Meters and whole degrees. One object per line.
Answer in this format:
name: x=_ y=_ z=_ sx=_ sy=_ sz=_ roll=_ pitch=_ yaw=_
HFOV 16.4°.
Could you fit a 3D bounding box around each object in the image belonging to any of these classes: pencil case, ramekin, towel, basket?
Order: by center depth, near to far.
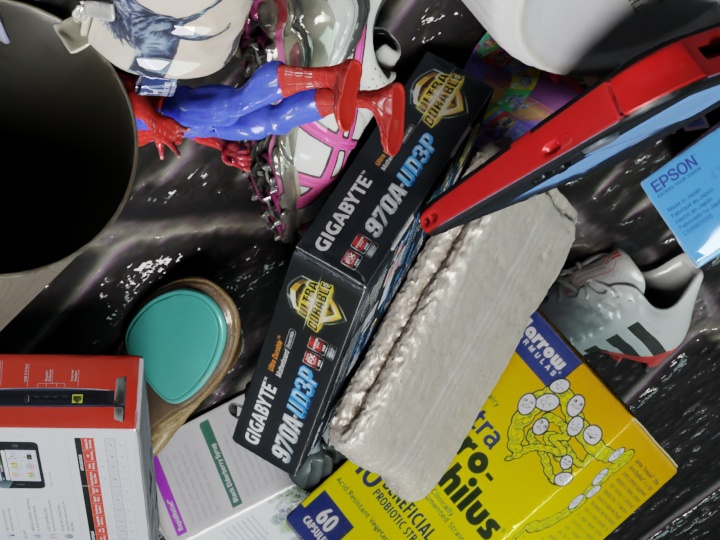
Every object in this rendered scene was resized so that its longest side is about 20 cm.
pencil case: x=-0.077 y=-0.168 z=1.107 sx=0.089 sy=0.078 sz=0.200 roll=-25 pitch=154 yaw=-31
basket: x=-0.218 y=-0.012 z=1.194 sx=0.200 sy=0.136 sz=0.180 roll=-44 pitch=-175 yaw=42
ramekin: x=0.128 y=-0.182 z=1.225 sx=0.201 sy=0.095 sz=0.203 roll=-20 pitch=150 yaw=-12
towel: x=0.053 y=0.029 z=1.413 sx=0.201 sy=0.034 sz=0.133 roll=-60 pitch=153 yaw=-6

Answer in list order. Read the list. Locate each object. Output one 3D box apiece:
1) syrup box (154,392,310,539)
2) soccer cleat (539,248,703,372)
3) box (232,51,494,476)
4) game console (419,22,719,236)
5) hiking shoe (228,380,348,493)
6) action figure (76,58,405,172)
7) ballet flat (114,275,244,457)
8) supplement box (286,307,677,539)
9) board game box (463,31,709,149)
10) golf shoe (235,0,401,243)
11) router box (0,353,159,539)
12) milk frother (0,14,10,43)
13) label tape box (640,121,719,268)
syrup box: x=-0.036 y=0.115 z=1.589 sx=0.199 sy=0.082 sz=0.079 roll=-27 pitch=149 yaw=4
soccer cleat: x=0.139 y=0.024 z=1.601 sx=0.199 sy=0.069 sz=0.086 roll=-1 pitch=129 yaw=-37
box: x=0.000 y=0.000 z=1.371 sx=0.159 sy=0.046 sz=0.200 roll=-57 pitch=172 yaw=-35
game console: x=0.143 y=-0.078 z=1.301 sx=0.177 sy=0.031 sz=0.200 roll=-36 pitch=171 yaw=38
hiking shoe: x=0.014 y=0.041 z=1.512 sx=0.200 sy=0.087 sz=0.074 roll=-41 pitch=153 yaw=-7
action figure: x=-0.076 y=-0.074 z=1.205 sx=0.199 sy=0.052 sz=0.065 roll=4 pitch=174 yaw=36
ballet flat: x=-0.110 y=0.061 z=1.474 sx=0.072 sy=0.068 sz=0.200 roll=-24 pitch=158 yaw=-46
supplement box: x=0.074 y=0.134 z=1.503 sx=0.200 sy=0.109 sz=0.110 roll=-43 pitch=151 yaw=2
board game box: x=0.153 y=-0.114 z=1.406 sx=0.199 sy=0.039 sz=0.158 roll=-13 pitch=148 yaw=-23
golf shoe: x=-0.018 y=-0.085 z=1.292 sx=0.092 sy=0.073 sz=0.201 roll=-18 pitch=150 yaw=-15
router box: x=-0.209 y=0.117 z=1.430 sx=0.178 sy=0.049 sz=0.200 roll=1 pitch=148 yaw=-1
milk frother: x=-0.241 y=-0.097 z=0.976 sx=0.187 sy=0.201 sz=0.181 roll=-23 pitch=147 yaw=-4
label tape box: x=0.254 y=-0.080 z=1.497 sx=0.143 sy=0.066 sz=0.200 roll=-36 pitch=-179 yaw=17
